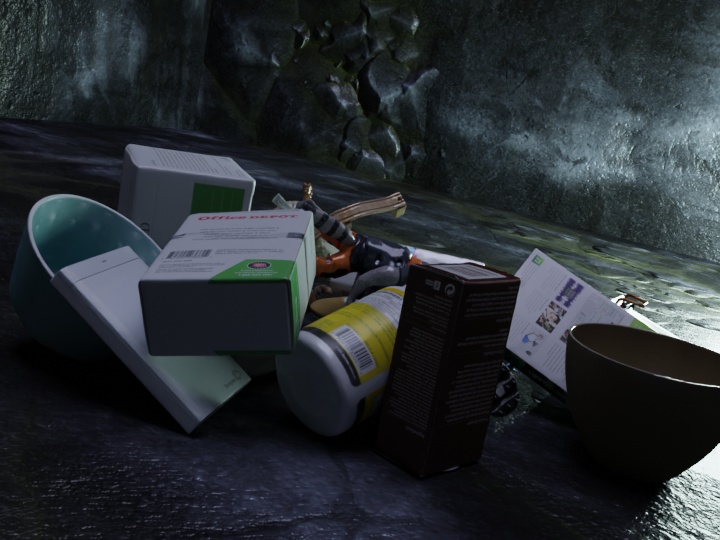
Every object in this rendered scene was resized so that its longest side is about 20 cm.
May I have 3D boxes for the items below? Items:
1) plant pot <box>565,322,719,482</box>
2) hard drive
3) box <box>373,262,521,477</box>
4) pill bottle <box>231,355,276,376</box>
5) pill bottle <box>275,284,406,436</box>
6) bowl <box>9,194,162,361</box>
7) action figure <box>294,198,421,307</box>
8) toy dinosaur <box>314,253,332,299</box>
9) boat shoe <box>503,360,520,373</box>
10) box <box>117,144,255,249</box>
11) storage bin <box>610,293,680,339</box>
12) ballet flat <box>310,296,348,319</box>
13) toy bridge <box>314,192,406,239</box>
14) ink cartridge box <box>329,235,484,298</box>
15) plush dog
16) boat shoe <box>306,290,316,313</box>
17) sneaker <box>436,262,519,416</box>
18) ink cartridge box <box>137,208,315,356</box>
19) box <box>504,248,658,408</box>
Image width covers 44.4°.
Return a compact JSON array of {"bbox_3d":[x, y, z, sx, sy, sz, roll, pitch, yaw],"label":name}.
[{"bbox_3d":[0.315,0.153,0.979,0.200,0.135,0.200,10,13,-2],"label":"plant pot"},{"bbox_3d":[-0.209,0.065,0.907,0.200,0.027,0.132,47,19,2],"label":"hard drive"},{"bbox_3d":[0.087,0.095,0.885,0.075,0.200,0.100,19,14,42],"label":"box"},{"bbox_3d":[-0.127,0.050,1.106,0.111,0.111,0.200,11,13,-2],"label":"pill bottle"},{"bbox_3d":[0.018,0.085,0.947,0.200,0.115,0.114,-24,33,-38],"label":"pill bottle"},{"bbox_3d":[-0.305,0.023,0.986,0.201,0.105,0.201,38,22,-18],"label":"bowl"},{"bbox_3d":[0.000,0.000,1.091,0.193,0.105,0.200,20,35,-10],"label":"action figure"},{"bbox_3d":[0.011,0.025,1.431,0.135,0.086,0.200,10,-3,-43],"label":"toy dinosaur"},{"bbox_3d":[0.179,0.112,1.216,0.084,0.069,0.200,4,11,38],"label":"boat shoe"},{"bbox_3d":[-0.267,-0.067,1.304,0.171,0.199,0.200,6,13,-20],"label":"box"},{"bbox_3d":[0.382,0.118,1.223,0.134,0.146,0.200,28,19,25],"label":"storage bin"},{"bbox_3d":[0.032,0.068,1.185,0.200,0.063,0.069,24,15,-3],"label":"ballet flat"},{"bbox_3d":[-0.027,-0.063,1.233,0.200,0.027,0.067,-24,-16,-15],"label":"toy bridge"},{"bbox_3d":[0.065,0.035,1.259,0.200,0.088,0.145,15,-27,10],"label":"ink cartridge box"},{"bbox_3d":[-0.138,-0.064,1.600,0.200,0.161,0.172,4,-13,-36],"label":"plush dog"},{"bbox_3d":[-0.130,0.033,1.304,0.074,0.076,0.200,36,-10,-28],"label":"boat shoe"},{"bbox_3d":[0.118,0.084,1.070,0.066,0.200,0.090,-31,13,-21],"label":"sneaker"},{"bbox_3d":[-0.127,0.007,0.916,0.146,0.084,0.200,-1,22,5],"label":"ink cartridge box"},{"bbox_3d":[0.261,0.083,1.120,0.200,0.144,0.036,37,-22,15],"label":"box"}]
